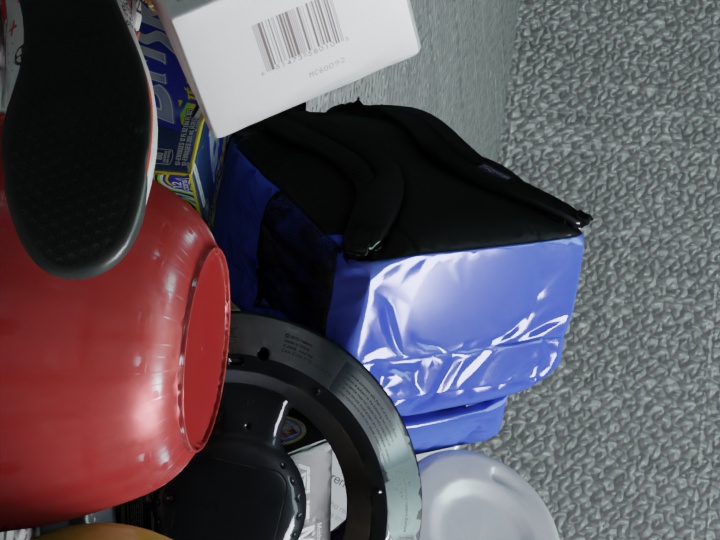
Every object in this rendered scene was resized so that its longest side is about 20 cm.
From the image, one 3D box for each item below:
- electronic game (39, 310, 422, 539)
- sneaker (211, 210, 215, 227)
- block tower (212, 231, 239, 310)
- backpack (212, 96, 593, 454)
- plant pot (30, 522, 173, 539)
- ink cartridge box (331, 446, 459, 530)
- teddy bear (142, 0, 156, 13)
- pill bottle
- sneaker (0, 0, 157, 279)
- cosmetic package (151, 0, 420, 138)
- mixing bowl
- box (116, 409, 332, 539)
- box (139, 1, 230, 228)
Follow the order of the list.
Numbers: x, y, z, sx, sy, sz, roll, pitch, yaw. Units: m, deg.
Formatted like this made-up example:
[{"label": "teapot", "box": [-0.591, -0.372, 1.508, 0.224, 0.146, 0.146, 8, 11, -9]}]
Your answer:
[{"label": "electronic game", "box": [-0.067, 0.120, 1.182, 0.042, 0.199, 0.201, -81, 176, -81]}, {"label": "sneaker", "box": [-0.082, -0.068, 1.380, 0.200, 0.076, 0.076, -64, 160, -61]}, {"label": "block tower", "box": [-0.076, -0.001, 1.545, 0.200, 0.054, 0.058, -73, 167, -53]}, {"label": "backpack", "box": [0.000, 0.000, 1.287, 0.200, 0.162, 0.169, 45, -52, 47]}, {"label": "plant pot", "box": [-0.115, 0.218, 1.012, 0.189, 0.199, 0.202, -103, -167, -62]}, {"label": "ink cartridge box", "box": [0.005, 0.072, 1.557, 0.201, 0.145, 0.084, -60, -171, 4]}, {"label": "teddy bear", "box": [-0.060, -0.183, 1.207, 0.200, 0.066, 0.146, 13, 67, -53]}, {"label": "pill bottle", "box": [0.019, 0.192, 1.324, 0.200, 0.111, 0.112, -43, -153, 47]}, {"label": "sneaker", "box": [-0.121, -0.081, 1.009, 0.108, 0.067, 0.203, 75, 4, -72]}, {"label": "cosmetic package", "box": [-0.060, -0.172, 1.047, 0.085, 0.107, 0.201, 72, -5, -51]}, {"label": "mixing bowl", "box": [-0.122, 0.030, 1.063, 0.200, 0.108, 0.202, 5, 90, -82]}, {"label": "box", "box": [-0.081, 0.154, 1.307, 0.044, 0.160, 0.201, -17, 121, -33]}, {"label": "box", "box": [-0.099, -0.121, 1.266, 0.070, 0.064, 0.201, 81, 16, -59]}]
